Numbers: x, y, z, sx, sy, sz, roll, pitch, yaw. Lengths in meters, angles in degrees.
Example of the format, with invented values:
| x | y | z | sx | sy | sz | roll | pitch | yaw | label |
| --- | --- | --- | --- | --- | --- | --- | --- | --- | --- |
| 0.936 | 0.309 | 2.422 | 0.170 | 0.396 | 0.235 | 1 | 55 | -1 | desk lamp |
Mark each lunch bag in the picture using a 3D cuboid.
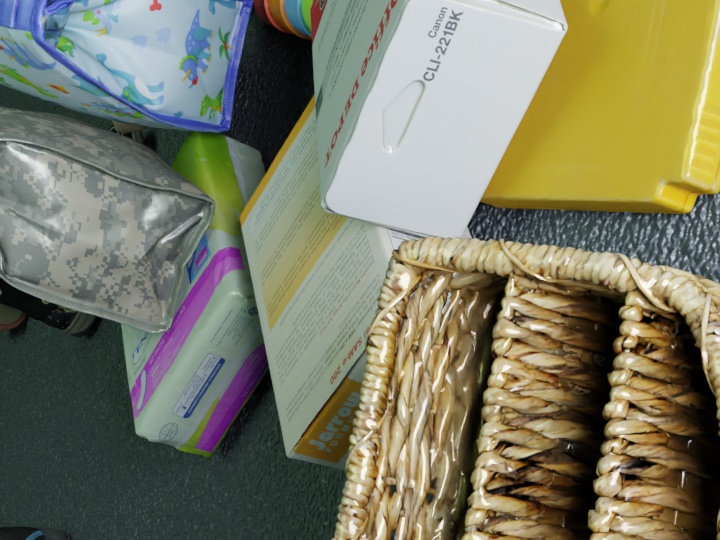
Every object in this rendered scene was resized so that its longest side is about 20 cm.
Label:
| x | y | z | sx | sy | sz | roll | pitch | yaw | label |
| --- | --- | --- | --- | --- | --- | --- | --- | --- | --- |
| -0.225 | -0.050 | 0.969 | 0.164 | 0.198 | 0.119 | 36 | 105 | 59 | lunch bag |
| -0.203 | -0.174 | 0.981 | 0.169 | 0.199 | 0.129 | 16 | 100 | 35 | lunch bag |

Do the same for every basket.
| x | y | z | sx | sy | sz | roll | pitch | yaw | label |
| --- | --- | --- | --- | --- | --- | --- | --- | --- | --- |
| 0.084 | 0.097 | 0.531 | 0.142 | 0.148 | 0.203 | -2 | 73 | 60 | basket |

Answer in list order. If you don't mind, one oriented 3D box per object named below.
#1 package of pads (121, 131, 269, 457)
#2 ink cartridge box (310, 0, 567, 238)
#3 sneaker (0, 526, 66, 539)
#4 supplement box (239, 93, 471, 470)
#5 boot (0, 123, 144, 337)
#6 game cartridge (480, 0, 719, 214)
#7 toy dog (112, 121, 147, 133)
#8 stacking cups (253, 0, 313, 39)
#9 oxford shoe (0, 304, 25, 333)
| x | y | z | sx | sy | sz | roll | pitch | yaw | label |
| --- | --- | --- | --- | --- | --- | --- | --- | --- | --- |
| -0.116 | 0.016 | 1.018 | 0.155 | 0.068 | 0.201 | -55 | 33 | 29 | package of pads |
| 0.033 | -0.136 | 0.760 | 0.201 | 0.083 | 0.145 | -94 | 22 | -49 | ink cartridge box |
| -0.277 | 0.285 | 1.156 | 0.074 | 0.081 | 0.200 | -63 | 31 | 15 | sneaker |
| 0.000 | 0.000 | 0.810 | 0.126 | 0.073 | 0.201 | -54 | 34 | 32 | supplement box |
| -0.290 | -0.051 | 1.273 | 0.073 | 0.152 | 0.206 | 32 | 104 | 60 | boot |
| 0.130 | -0.129 | 0.693 | 0.176 | 0.032 | 0.203 | 8 | 85 | 62 | game cartridge |
| -0.159 | -0.200 | 1.156 | 0.097 | 0.130 | 0.201 | 78 | 173 | -51 | toy dog |
| -0.027 | -0.181 | 0.974 | 0.200 | 0.060 | 0.061 | 22 | 95 | 65 | stacking cups |
| -0.397 | -0.028 | 1.546 | 0.074 | 0.070 | 0.203 | -27 | 53 | 57 | oxford shoe |
